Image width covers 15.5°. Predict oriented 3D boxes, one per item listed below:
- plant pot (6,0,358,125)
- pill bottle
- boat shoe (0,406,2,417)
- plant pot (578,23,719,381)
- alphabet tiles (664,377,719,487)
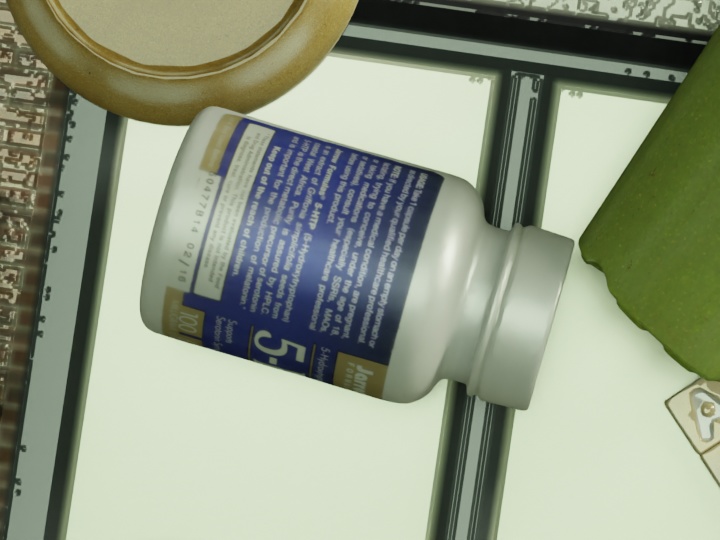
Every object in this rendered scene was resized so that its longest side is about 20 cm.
[{"bbox_3d":[-0.095,-0.177,1.382,0.199,0.027,0.201,0,89,4],"label":"plant pot"},{"bbox_3d":[0.000,0.000,1.322,0.199,0.120,0.120,16,89,4],"label":"pill bottle"},{"bbox_3d":[-0.216,-0.017,1.363,0.060,0.072,0.202,-1,95,-1],"label":"boat shoe"},{"bbox_3d":[0.212,-0.041,1.295,0.200,0.200,0.190,42,104,4],"label":"plant pot"},{"bbox_3d":[0.285,0.082,1.360,0.200,0.008,0.167,-34,86,2],"label":"alphabet tiles"}]
